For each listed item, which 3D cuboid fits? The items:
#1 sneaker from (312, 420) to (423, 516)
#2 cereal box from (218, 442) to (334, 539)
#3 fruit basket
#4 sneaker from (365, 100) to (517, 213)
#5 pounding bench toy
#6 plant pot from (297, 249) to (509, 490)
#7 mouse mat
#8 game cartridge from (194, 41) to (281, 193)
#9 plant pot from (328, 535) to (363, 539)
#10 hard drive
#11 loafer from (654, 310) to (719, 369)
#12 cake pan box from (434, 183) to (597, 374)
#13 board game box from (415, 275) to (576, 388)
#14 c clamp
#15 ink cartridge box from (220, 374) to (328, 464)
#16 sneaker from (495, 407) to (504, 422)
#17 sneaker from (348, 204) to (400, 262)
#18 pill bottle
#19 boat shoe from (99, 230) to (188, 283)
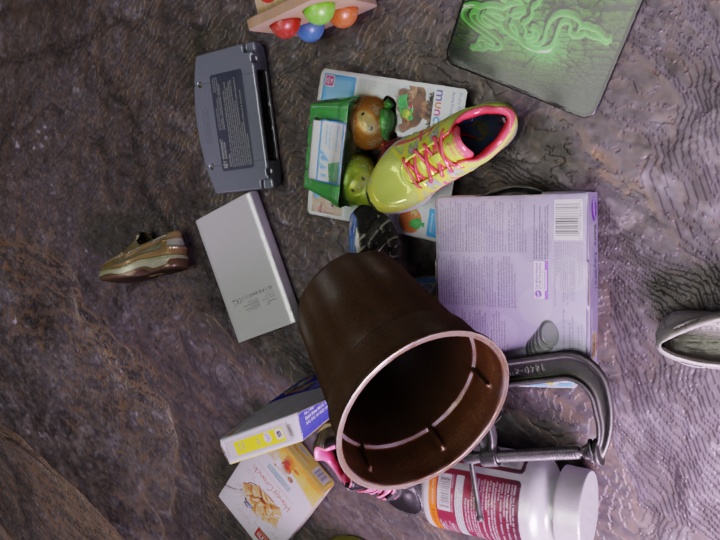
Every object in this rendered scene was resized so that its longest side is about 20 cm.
[{"bbox_3d":[0.010,0.281,0.951,0.199,0.096,0.079,40,119,-3],"label":"sneaker"},{"bbox_3d":[-0.140,0.355,1.117,0.144,0.039,0.202,43,121,18],"label":"cereal box"},{"bbox_3d":[0.024,-0.143,0.860,0.196,0.093,0.191,16,109,25],"label":"fruit basket"},{"bbox_3d":[0.090,-0.133,0.771,0.197,0.090,0.079,-34,94,4],"label":"sneaker"},{"bbox_3d":[-0.040,-0.377,0.826,0.196,0.123,0.161,-9,96,34],"label":"pounding bench toy"},{"bbox_3d":[0.027,0.092,0.759,0.199,0.196,0.204,52,129,49],"label":"plant pot"},{"bbox_3d":[0.199,-0.280,0.763,0.197,0.007,0.165,30,116,26],"label":"mouse mat"},{"bbox_3d":[-0.185,-0.220,1.014,0.130,0.041,0.206,1,102,38],"label":"game cartridge"},{"bbox_3d":[-0.050,0.527,1.001,0.183,0.198,0.193,9,106,31],"label":"plant pot"},{"bbox_3d":[-0.174,-0.003,1.063,0.130,0.026,0.205,-20,90,35],"label":"hard drive"},{"bbox_3d":[0.394,0.070,0.677,0.196,0.069,0.072,-7,97,34],"label":"loafer"},{"bbox_3d":[0.173,0.006,0.779,0.180,0.052,0.206,0,95,32],"label":"cake pan box"},{"bbox_3d":[0.163,0.070,0.844,0.196,0.034,0.139,-4,93,34],"label":"board game box"},{"bbox_3d":[0.190,0.178,0.757,0.197,0.027,0.176,-21,82,37],"label":"c clamp"},{"bbox_3d":[-0.060,0.177,0.927,0.197,0.196,0.048,-23,92,35],"label":"ink cartridge box"},{"bbox_3d":[0.089,0.193,0.898,0.196,0.087,0.078,-15,93,34],"label":"sneaker"},{"bbox_3d":[0.000,0.000,0.890,0.088,0.078,0.204,30,142,32],"label":"sneaker"},{"bbox_3d":[0.181,0.275,0.843,0.196,0.109,0.113,1,102,33],"label":"pill bottle"},{"bbox_3d":[-0.367,-0.026,1.170,0.195,0.071,0.079,-10,82,27],"label":"boat shoe"}]
